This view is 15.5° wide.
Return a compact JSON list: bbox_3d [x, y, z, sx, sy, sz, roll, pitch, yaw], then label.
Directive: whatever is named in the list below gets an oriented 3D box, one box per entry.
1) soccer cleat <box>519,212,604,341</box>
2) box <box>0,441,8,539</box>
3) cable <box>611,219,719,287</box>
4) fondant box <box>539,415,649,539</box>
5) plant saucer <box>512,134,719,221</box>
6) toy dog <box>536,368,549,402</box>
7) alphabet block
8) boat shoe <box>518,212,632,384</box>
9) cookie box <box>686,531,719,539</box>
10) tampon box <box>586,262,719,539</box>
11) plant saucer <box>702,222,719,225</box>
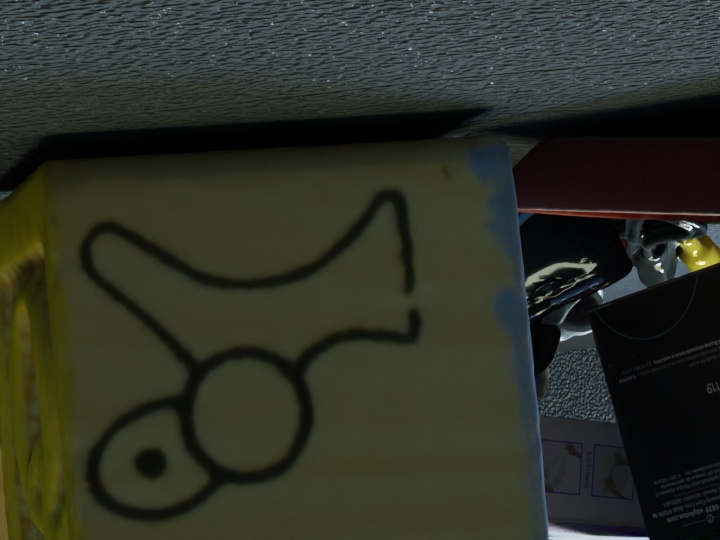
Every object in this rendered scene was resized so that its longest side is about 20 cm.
[{"bbox_3d":[0.105,0.013,1.545,0.086,0.070,0.200,36,-176,12],"label":"soccer cleat"},{"bbox_3d":[-0.197,0.130,1.405,0.199,0.164,0.021,17,-131,45],"label":"box"},{"bbox_3d":[0.170,-0.031,1.575,0.097,0.051,0.200,20,167,12],"label":"cable"},{"bbox_3d":[0.072,0.113,1.461,0.199,0.059,0.144,5,170,-17],"label":"fondant box"},{"bbox_3d":[0.184,-0.040,1.210,0.198,0.037,0.200,2,-179,27],"label":"plant saucer"},{"bbox_3d":[0.020,0.061,1.581,0.199,0.097,0.132,21,177,27],"label":"toy dog"},{"bbox_3d":[-0.048,0.052,1.156,0.199,0.197,0.196,-3,173,-16],"label":"alphabet block"},{"bbox_3d":[0.072,0.033,1.413,0.084,0.069,0.200,-37,172,-37],"label":"boat shoe"},{"bbox_3d":[0.190,0.173,1.369,0.199,0.076,0.171,-16,173,25],"label":"cookie box"},{"bbox_3d":[0.247,0.054,1.368,0.199,0.127,0.149,-6,168,-44],"label":"tampon box"},{"bbox_3d":[0.274,-0.051,1.380,0.198,0.031,0.200,-5,176,0],"label":"plant saucer"}]
